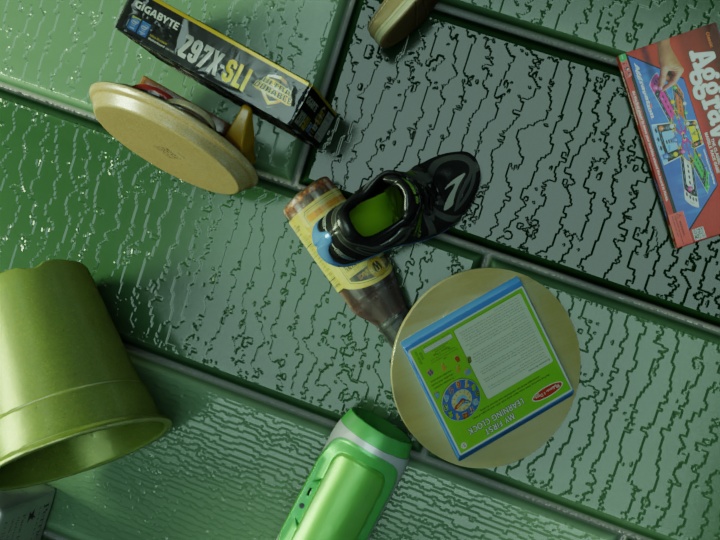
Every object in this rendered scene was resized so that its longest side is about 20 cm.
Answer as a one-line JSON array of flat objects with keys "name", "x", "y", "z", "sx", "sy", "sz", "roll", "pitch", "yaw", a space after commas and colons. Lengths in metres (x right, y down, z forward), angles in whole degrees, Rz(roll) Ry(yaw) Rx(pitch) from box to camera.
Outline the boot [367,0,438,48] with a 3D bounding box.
[{"name": "boot", "x": 0.030, "y": -0.345, "z": 1.050, "sx": 0.155, "sy": 0.073, "sz": 0.201, "roll": 36, "pitch": 93, "yaw": 6}]

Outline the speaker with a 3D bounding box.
[{"name": "speaker", "x": -0.024, "y": 0.246, "z": 1.054, "sx": 0.087, "sy": 0.088, "sz": 0.202, "roll": 28, "pitch": 94, "yaw": 7}]

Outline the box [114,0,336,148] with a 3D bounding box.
[{"name": "box", "x": -0.128, "y": -0.197, "z": 1.029, "sx": 0.198, "sy": 0.160, "sz": 0.050, "roll": 30, "pitch": 94, "yaw": 7}]

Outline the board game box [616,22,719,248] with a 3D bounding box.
[{"name": "board game box", "x": 0.336, "y": -0.135, "z": 1.036, "sx": 0.101, "sy": 0.019, "sz": 0.203, "roll": -17, "pitch": 88, "yaw": 6}]

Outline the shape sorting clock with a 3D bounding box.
[{"name": "shape sorting clock", "x": 0.126, "y": 0.098, "z": 1.040, "sx": 0.196, "sy": 0.039, "sz": 0.204, "roll": 0, "pitch": 92, "yaw": -8}]

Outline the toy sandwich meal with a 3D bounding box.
[{"name": "toy sandwich meal", "x": -0.174, "y": -0.144, "z": 1.020, "sx": 0.202, "sy": 0.205, "sz": 0.071, "roll": 25, "pitch": 77, "yaw": 7}]

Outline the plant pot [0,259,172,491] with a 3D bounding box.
[{"name": "plant pot", "x": -0.315, "y": 0.100, "z": 1.057, "sx": 0.197, "sy": 0.200, "sz": 0.193, "roll": -23, "pitch": 75, "yaw": 7}]

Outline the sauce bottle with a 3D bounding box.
[{"name": "sauce bottle", "x": 0.000, "y": 0.000, "z": 1.061, "sx": 0.066, "sy": 0.066, "sz": 0.201, "roll": -37, "pitch": 89, "yaw": 6}]

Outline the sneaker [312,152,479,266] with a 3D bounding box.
[{"name": "sneaker", "x": 0.046, "y": -0.063, "z": 1.011, "sx": 0.198, "sy": 0.083, "sz": 0.072, "roll": -26, "pitch": 85, "yaw": -29}]

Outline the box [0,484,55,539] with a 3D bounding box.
[{"name": "box", "x": -0.462, "y": 0.297, "z": 1.091, "sx": 0.197, "sy": 0.131, "sz": 0.202, "roll": 20, "pitch": 93, "yaw": 7}]
